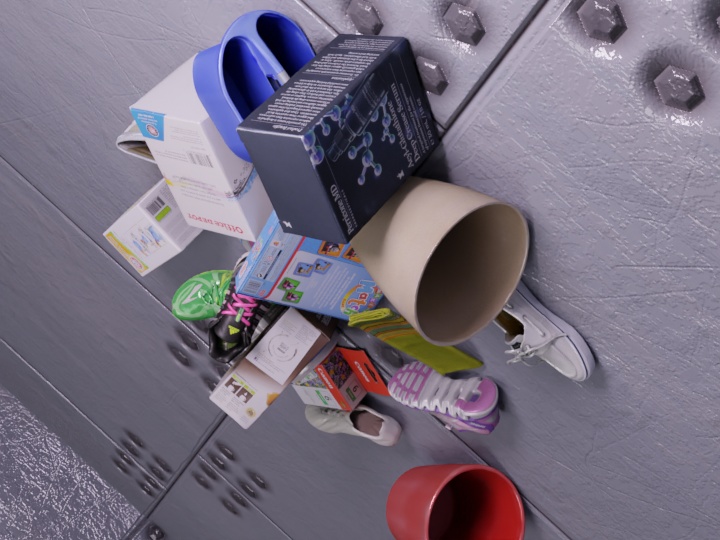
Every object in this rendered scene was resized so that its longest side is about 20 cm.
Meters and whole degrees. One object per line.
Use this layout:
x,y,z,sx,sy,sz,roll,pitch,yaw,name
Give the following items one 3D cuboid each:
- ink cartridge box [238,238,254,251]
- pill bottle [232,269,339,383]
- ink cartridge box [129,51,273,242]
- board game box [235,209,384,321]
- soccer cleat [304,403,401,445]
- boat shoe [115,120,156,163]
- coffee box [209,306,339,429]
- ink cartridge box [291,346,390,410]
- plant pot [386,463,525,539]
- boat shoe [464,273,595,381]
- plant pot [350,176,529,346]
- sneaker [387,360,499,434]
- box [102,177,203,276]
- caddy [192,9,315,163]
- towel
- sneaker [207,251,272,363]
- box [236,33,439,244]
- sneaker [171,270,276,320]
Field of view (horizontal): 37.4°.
-0.114,-0.033,1.554,0.200,0.059,0.104,52,155,26,ink cartridge box
-0.139,0.075,1.727,0.200,0.114,0.114,46,149,-6,pill bottle
-0.181,-0.167,1.439,0.146,0.145,0.201,16,141,38,ink cartridge box
-0.050,-0.006,1.443,0.199,0.037,0.152,16,130,-24,board game box
-0.019,0.255,1.851,0.199,0.070,0.078,11,163,32,soccer cleat
-0.284,-0.179,1.624,0.201,0.065,0.075,27,146,25,boat shoe
-0.129,0.131,1.622,0.080,0.114,0.200,41,107,-5,coffee box
-0.048,0.183,1.818,0.199,0.050,0.109,1,130,50,ink cartridge box
0.144,0.408,1.763,0.201,0.200,0.177,53,158,-18,plant pot
0.209,0.083,1.359,0.202,0.086,0.075,46,149,-6,boat shoe
0.072,-0.039,1.305,0.200,0.187,0.188,36,153,40,plant pot
0.131,0.201,1.615,0.199,0.081,0.089,12,146,40,sneaker
-0.328,-0.080,1.751,0.101,0.113,0.200,47,150,-12,box
-0.110,-0.218,1.300,0.105,0.141,0.201,8,136,51,caddy
0.080,0.104,1.515,0.199,0.018,0.086,30,153,-34,towel
-0.171,0.061,1.528,0.073,0.088,0.201,25,129,-5,sneaker
-0.020,-0.154,1.216,0.107,0.200,0.149,13,140,40,box
-0.202,0.034,1.628,0.198,0.084,0.075,-12,94,13,sneaker
